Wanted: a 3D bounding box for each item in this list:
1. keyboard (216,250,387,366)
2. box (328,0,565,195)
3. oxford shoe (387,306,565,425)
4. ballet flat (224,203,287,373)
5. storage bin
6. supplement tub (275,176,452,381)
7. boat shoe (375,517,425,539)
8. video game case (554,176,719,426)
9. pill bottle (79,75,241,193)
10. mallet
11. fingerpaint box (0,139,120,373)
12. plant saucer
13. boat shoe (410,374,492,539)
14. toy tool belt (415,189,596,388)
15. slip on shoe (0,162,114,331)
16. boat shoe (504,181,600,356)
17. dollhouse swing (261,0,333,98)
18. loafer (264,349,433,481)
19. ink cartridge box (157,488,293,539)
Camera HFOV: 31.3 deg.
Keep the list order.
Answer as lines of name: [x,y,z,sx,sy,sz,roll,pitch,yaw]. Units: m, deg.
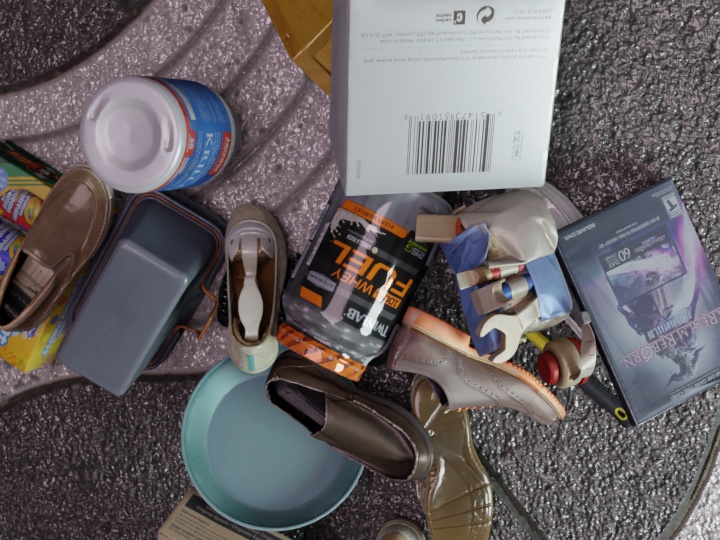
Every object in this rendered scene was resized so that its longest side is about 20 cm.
keyboard: [-0.061,0.034,1.372,0.197,0.040,0.105,12,100,13]
box: [0.074,-0.189,1.197,0.196,0.131,0.202,-3,122,-8]
oxford shoe: [0.115,0.113,1.289,0.199,0.071,0.073,30,84,-13]
ballet flat: [-0.108,0.007,1.324,0.066,0.063,0.202,-5,61,-2]
storage bin: [-0.228,0.034,1.352,0.145,0.135,0.201,31,110,-6]
supplement tub: [0.000,0.000,1.289,0.121,0.123,0.202,26,89,11]
boat shoe: [0.023,0.367,1.369,0.073,0.069,0.203,8,98,15]
video game case: [0.282,0.029,1.249,0.142,0.019,0.202,-24,89,-15]
pill bottle: [-0.192,-0.138,1.305,0.111,0.200,0.114,2,97,16]
mallet: [0.206,0.079,1.306,0.199,0.041,0.066,34,102,5]
fingerpaint box: [-0.386,-0.017,1.439,0.166,0.073,0.201,31,104,9]
plant saucer: [-0.090,0.177,1.360,0.197,0.036,0.203,1,69,-3]
boat shoe: [0.092,0.204,1.343,0.072,0.063,0.203,-9,97,-10]
toy tool belt: [0.130,0.028,1.222,0.122,0.125,0.202,-16,81,-19]
slip on shoe: [-0.328,-0.021,1.355,0.076,0.061,0.201,37,103,5]
boat shoe: [0.206,-0.005,1.275,0.070,0.069,0.201,-34,86,18]
dollhouse swing: [0.042,-0.264,1.312,0.200,0.175,0.183,-43,43,16]
loafer: [-0.019,0.158,1.305,0.199,0.071,0.074,28,117,17]
ink cartridge box: [-0.139,0.350,1.370,0.163,0.075,0.202,24,130,11]
